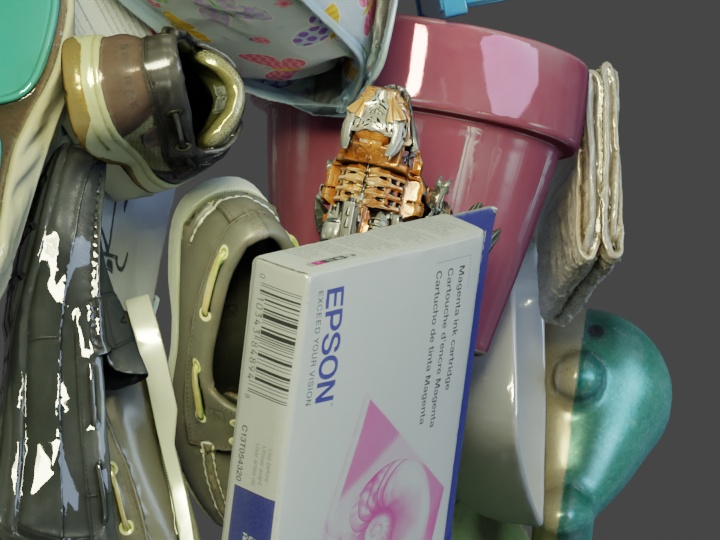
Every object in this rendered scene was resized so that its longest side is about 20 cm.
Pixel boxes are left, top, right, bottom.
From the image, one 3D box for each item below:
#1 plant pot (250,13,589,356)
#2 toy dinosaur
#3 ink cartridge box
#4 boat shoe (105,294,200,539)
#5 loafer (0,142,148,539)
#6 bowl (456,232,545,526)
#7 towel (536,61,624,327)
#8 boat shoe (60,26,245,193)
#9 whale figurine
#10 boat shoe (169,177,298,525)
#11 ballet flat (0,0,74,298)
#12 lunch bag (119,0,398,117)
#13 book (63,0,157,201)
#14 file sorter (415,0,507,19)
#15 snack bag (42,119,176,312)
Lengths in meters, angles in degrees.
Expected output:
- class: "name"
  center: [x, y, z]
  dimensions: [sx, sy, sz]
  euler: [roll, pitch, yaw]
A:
- class: "plant pot"
  center: [0.025, -0.047, 1.474]
  dimensions: [0.200, 0.200, 0.180]
  euler: [18, 80, -62]
- class: "toy dinosaur"
  center: [0.000, 0.000, 1.330]
  dimensions: [0.200, 0.102, 0.136]
  euler: [-62, 172, 17]
- class: "ink cartridge box"
  center: [0.012, 0.076, 1.270]
  dimensions: [0.200, 0.043, 0.197]
  euler: [-13, 115, -49]
- class: "boat shoe"
  center: [-0.114, 0.116, 1.249]
  dimensions: [0.072, 0.060, 0.202]
  euler: [-168, -112, -83]
- class: "loafer"
  center: [-0.135, 0.040, 1.188]
  dimensions: [0.068, 0.070, 0.201]
  euler: [142, -46, -72]
- class: "bowl"
  center: [0.076, 0.051, 1.617]
  dimensions: [0.200, 0.074, 0.200]
  euler: [71, 20, -63]
- class: "towel"
  center: [0.135, -0.047, 1.592]
  dimensions: [0.200, 0.034, 0.133]
  euler: [106, -15, -75]
- class: "boat shoe"
  center: [-0.087, -0.078, 1.218]
  dimensions: [0.200, 0.065, 0.073]
  euler: [-2, 86, -78]
- class: "whale figurine"
  center: [0.164, 0.119, 1.748]
  dimensions: [0.159, 0.103, 0.200]
  euler: [90, 7, -46]
- class: "boat shoe"
  center: [-0.060, 0.055, 1.294]
  dimensions: [0.060, 0.072, 0.202]
  euler: [-138, -139, -56]
- class: "ballet flat"
  center: [-0.170, -0.059, 1.163]
  dimensions: [0.069, 0.069, 0.200]
  euler: [50, 43, -47]
- class: "lunch bag"
  center: [-0.035, -0.190, 1.300]
  dimensions: [0.200, 0.127, 0.170]
  euler: [42, 54, -61]
- class: "book"
  center: [-0.116, -0.154, 1.311]
  dimensions: [0.134, 0.048, 0.200]
  euler: [61, 33, -38]
- class: "file sorter"
  center: [0.087, -0.224, 1.467]
  dimensions: [0.200, 0.122, 0.139]
  euler: [-124, -156, -85]
- class: "snack bag"
  center: [-0.149, -0.080, 1.292]
  dimensions: [0.200, 0.021, 0.189]
  euler: [49, 40, -47]
